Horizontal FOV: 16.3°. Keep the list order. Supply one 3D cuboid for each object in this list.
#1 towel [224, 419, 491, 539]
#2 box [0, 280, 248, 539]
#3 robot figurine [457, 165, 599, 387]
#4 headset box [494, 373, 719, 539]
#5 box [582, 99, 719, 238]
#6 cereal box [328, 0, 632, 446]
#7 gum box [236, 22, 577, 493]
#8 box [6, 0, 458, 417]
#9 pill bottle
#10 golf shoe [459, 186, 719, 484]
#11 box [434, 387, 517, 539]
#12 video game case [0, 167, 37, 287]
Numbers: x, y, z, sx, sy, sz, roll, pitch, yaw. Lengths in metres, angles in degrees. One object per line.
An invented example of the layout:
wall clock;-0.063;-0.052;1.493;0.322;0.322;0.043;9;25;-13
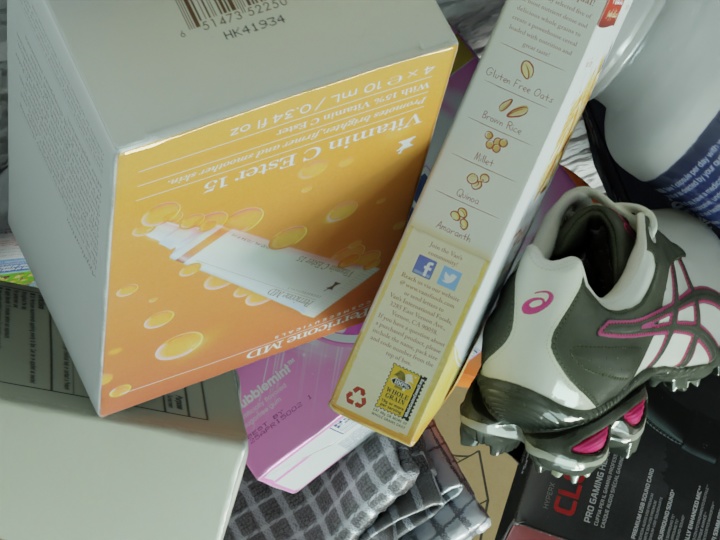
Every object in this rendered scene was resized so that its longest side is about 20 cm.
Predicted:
towel;-0.056;0.083;1.216;0.165;0.200;0.086;-33;145;5
box;-0.157;0.073;1.021;0.200;0.109;0.128;12;-162;-11
robot figurine;0.064;0.001;1.253;0.117;0.144;0.200;-33;-179;-8
headset box;0.152;0.084;1.075;0.200;0.149;0.077;20;150;1
box;0.162;-0.021;1.274;0.051;0.158;0.200;-23;165;4
cereal box;0.053;-0.041;0.936;0.200;0.039;0.144;-66;174;10
gum box;0.000;0.000;1.122;0.200;0.114;0.066;-38;163;4
box;-0.053;-0.048;0.902;0.124;0.098;0.200;-20;157;-17
pill bottle;0.173;-0.069;1.051;0.111;0.200;0.111;-57;-170;16
golf shoe;0.105;0.006;0.982;0.077;0.088;0.200;14;-154;19
box;0.033;0.119;1.501;0.163;0.200;0.021;-32;-176;40
video game case;-0.145;-0.008;1.163;0.143;0.018;0.200;-7;159;-44
